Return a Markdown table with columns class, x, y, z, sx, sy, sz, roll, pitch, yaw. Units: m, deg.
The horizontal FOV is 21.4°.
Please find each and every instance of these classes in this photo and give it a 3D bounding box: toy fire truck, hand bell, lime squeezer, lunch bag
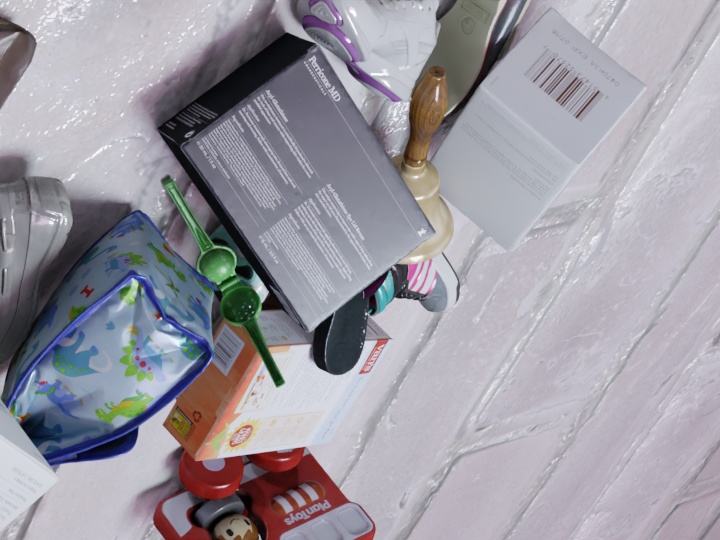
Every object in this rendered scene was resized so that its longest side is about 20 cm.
| class | x | y | z | sx | sy | sz | roll | pitch | yaw |
| --- | --- | --- | --- | --- | --- | --- | --- | --- | --- |
| toy fire truck | -0.103 | 0.255 | 1.976 | 0.200 | 0.168 | 0.112 | -21 | 145 | -35 |
| hand bell | 0.052 | -0.107 | 1.712 | 0.104 | 0.104 | 0.200 | -26 | 151 | -28 |
| lime squeezer | -0.119 | 0.012 | 1.644 | 0.038 | 0.200 | 0.071 | -28 | -179 | 16 |
| lunch bag | -0.219 | 0.072 | 1.552 | 0.200 | 0.127 | 0.170 | -39 | -164 | 7 |

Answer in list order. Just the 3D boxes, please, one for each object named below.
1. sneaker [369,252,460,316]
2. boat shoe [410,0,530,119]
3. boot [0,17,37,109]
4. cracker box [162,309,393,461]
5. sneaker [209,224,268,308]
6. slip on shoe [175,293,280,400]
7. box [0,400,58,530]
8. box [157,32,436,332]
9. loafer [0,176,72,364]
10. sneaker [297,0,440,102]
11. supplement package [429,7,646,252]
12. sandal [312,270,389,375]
| class | x | y | z | sx | sy | sz | roll | pitch | yaw |
| --- | --- | --- | --- | --- | --- | --- | --- | --- | --- |
| sneaker | 0.028 | 0.009 | 1.889 | 0.121 | 0.084 | 0.200 | -42 | 145 | -12 |
| boat shoe | 0.108 | -0.219 | 1.698 | 0.063 | 0.071 | 0.200 | -12 | 136 | -49 |
| boot | -0.322 | -0.099 | 1.307 | 0.200 | 0.064 | 0.186 | -51 | 164 | 22 |
| cracker box | -0.074 | 0.103 | 1.771 | 0.200 | 0.058 | 0.134 | 0 | 127 | -53 |
| sneaker | -0.056 | -0.049 | 1.709 | 0.140 | 0.078 | 0.200 | -19 | 145 | -36 |
| slip on shoe | -0.103 | 0.059 | 1.824 | 0.200 | 0.076 | 0.061 | -51 | -166 | -3 |
| box | -0.357 | 0.099 | 1.394 | 0.131 | 0.199 | 0.200 | -41 | 152 | -3 |
| box | -0.051 | -0.074 | 1.575 | 0.141 | 0.079 | 0.200 | -36 | 115 | -7 |
| loafer | -0.287 | 0.002 | 1.502 | 0.070 | 0.070 | 0.200 | 3 | 133 | -28 |
| sneaker | 0.011 | -0.214 | 1.590 | 0.100 | 0.075 | 0.200 | -55 | 158 | 0 |
| supplement package | 0.155 | -0.126 | 1.751 | 0.117 | 0.117 | 0.200 | -49 | 177 | -26 |
| sandal | 0.001 | 0.000 | 1.697 | 0.075 | 0.048 | 0.201 | -20 | 121 | -48 |
